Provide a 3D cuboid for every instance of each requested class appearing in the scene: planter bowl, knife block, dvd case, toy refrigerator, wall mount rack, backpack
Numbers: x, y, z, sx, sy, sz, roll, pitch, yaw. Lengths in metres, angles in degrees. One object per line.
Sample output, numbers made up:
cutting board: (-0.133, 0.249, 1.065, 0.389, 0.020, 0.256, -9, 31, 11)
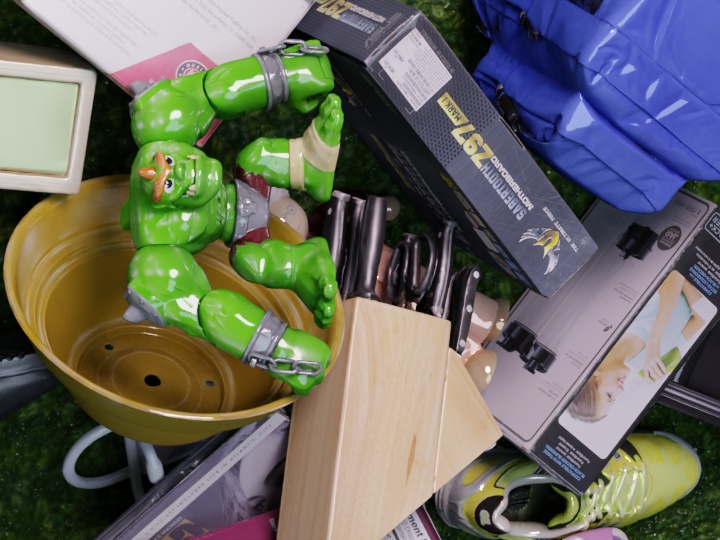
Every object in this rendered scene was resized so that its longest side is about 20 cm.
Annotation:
planter bowl: (-0.115, 0.040, 1.323, 0.199, 0.201, 0.084, -2, 135, -23)
knife block: (-0.004, 0.054, 1.345, 0.200, 0.064, 0.176, -37, 99, -32)
dvd case: (-0.062, 0.162, 1.426, 0.149, 0.016, 0.200, -41, 142, 9)
toy refrigerator: (-0.256, -0.093, 1.291, 0.198, 0.070, 0.077, 5, 105, -25)
wall mount rack: (-0.083, 0.128, 1.441, 0.199, 0.075, 0.174, -22, 145, -15)
backpack: (0.150, -0.145, 1.383, 0.168, 0.200, 0.162, -46, 124, 6)

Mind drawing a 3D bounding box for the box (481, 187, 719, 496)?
box: (0.160, 0.036, 1.492, 0.060, 0.117, 0.200, 40, 87, -31)

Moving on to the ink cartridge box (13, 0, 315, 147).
ink cartridge box: (-0.094, -0.198, 1.321, 0.146, 0.083, 0.200, 39, 89, -28)

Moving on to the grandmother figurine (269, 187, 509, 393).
grandmother figurine: (0.000, 0.000, 1.428, 0.199, 0.061, 0.122, 28, 50, -21)

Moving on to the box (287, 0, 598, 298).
box: (0.041, -0.085, 1.375, 0.051, 0.158, 0.200, -42, 119, -7)

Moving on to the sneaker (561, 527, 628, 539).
sneaker: (0.148, 0.265, 1.543, 0.080, 0.089, 0.201, -1, 126, -23)

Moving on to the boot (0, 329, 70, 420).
boot: (-0.242, 0.146, 1.371, 0.163, 0.066, 0.202, -10, 105, -8)

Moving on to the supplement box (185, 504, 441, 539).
supplement box: (-0.049, 0.220, 1.390, 0.199, 0.104, 0.131, -17, 147, -18)

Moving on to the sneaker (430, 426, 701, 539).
sneaker: (0.149, 0.155, 1.546, 0.198, 0.076, 0.076, -8, 108, -23)

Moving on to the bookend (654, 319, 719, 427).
bookend: (0.295, 0.016, 1.557, 0.198, 0.092, 0.201, 22, 95, -28)

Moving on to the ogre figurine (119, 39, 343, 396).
ogre figurine: (-0.073, -0.034, 1.272, 0.119, 0.098, 0.202, 3, 91, -10)
